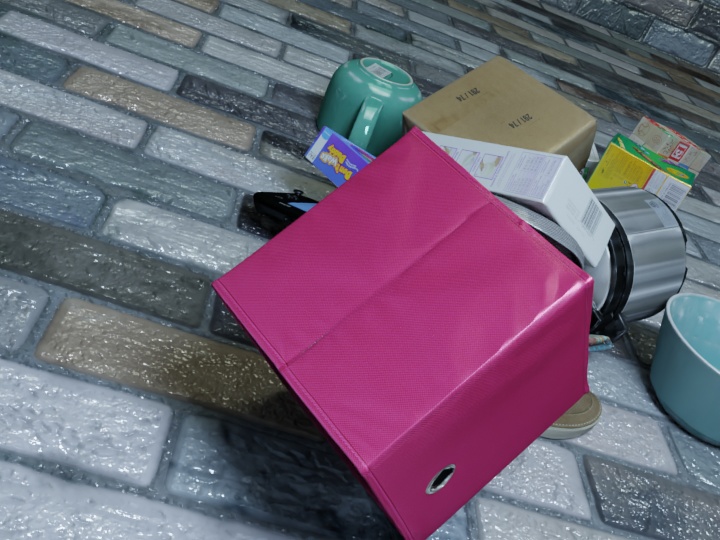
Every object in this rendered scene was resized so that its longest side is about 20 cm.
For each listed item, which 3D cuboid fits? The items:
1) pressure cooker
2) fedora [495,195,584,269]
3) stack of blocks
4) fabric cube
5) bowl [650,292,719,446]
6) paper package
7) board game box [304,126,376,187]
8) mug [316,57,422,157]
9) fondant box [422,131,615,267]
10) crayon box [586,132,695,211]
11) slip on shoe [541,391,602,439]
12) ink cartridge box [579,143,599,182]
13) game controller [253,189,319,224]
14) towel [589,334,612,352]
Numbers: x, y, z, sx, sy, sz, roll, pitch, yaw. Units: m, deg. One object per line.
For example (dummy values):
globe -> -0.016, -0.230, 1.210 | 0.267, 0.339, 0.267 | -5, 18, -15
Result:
pressure cooker -> 0.275, -0.015, 1.022 | 0.199, 0.181, 0.175 | -9, 20, -39
fedora -> 0.134, -0.012, 0.891 | 0.199, 0.091, 0.177 | 22, -12, 34
stack of blocks -> 0.416, -0.118, 1.267 | 0.114, 0.201, 0.059 | 12, 30, -38
fabric cube -> 0.042, 0.056, 0.655 | 0.199, 0.197, 0.200 | -37, 57, -10
bowl -> 0.422, 0.128, 0.984 | 0.199, 0.106, 0.201 | 19, 30, -11
paper package -> 0.178, -0.170, 1.124 | 0.199, 0.104, 0.190 | -36, 62, -26
board game box -> 0.039, -0.093, 1.042 | 0.199, 0.045, 0.134 | 23, 18, -51
mug -> 0.026, -0.244, 1.277 | 0.151, 0.115, 0.186 | 4, 35, -31
fondant box -> 0.157, -0.080, 0.920 | 0.199, 0.059, 0.144 | 18, -14, 43
crayon box -> 0.346, -0.067, 1.142 | 0.118, 0.201, 0.058 | 32, 31, 13
slip on shoe -> 0.169, 0.119, 0.861 | 0.198, 0.061, 0.076 | 14, 31, -17
ink cartridge box -> 0.253, -0.188, 1.273 | 0.198, 0.051, 0.161 | 8, 28, 5
game controller -> -0.028, -0.051, 0.957 | 0.199, 0.042, 0.104 | 24, 6, 29
towel -> 0.132, 0.063, 0.858 | 0.146, 0.022, 0.199 | -1, 5, -37
